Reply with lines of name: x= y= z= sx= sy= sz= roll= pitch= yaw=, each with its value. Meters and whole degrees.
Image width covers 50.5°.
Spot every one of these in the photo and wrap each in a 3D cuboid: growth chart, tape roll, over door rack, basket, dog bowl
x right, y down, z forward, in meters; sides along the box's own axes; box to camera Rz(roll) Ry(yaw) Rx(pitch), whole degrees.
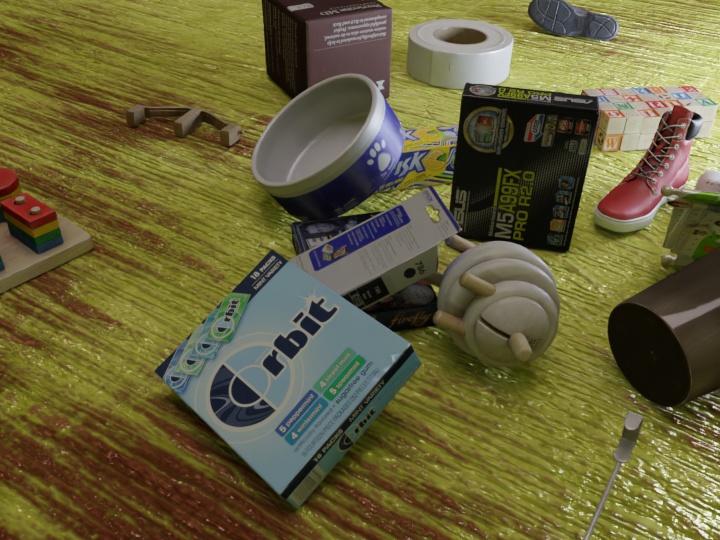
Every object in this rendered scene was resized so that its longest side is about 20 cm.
growth chart: x=0.417 y=-0.039 z=0.874 sx=0.145 sy=0.200 sz=0.018 roll=9 pitch=69 yaw=23
tape roll: x=0.189 y=-0.418 z=1.468 sx=0.202 sy=0.071 sz=0.203 roll=1 pitch=36 yaw=-1
over door rack: x=0.233 y=0.227 z=0.564 sx=0.148 sy=0.067 sz=0.200 roll=21 pitch=61 yaw=25
basket: x=0.365 y=0.047 z=0.774 sx=0.200 sy=0.136 sz=0.180 roll=-22 pitch=-4 yaw=-17
dog bowl: x=-0.044 y=-0.164 z=1.021 sx=0.200 sy=0.079 sz=0.200 roll=-23 pitch=43 yaw=23

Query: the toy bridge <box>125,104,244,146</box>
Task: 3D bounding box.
toy bridge: x=-0.279 y=-0.243 z=1.246 sx=0.200 sy=0.027 sz=0.067 roll=14 pitch=37 yaw=16

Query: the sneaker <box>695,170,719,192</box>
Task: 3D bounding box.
sneaker: x=0.508 y=-0.099 z=1.024 sx=0.073 sy=0.085 sz=0.200 roll=2 pitch=34 yaw=3

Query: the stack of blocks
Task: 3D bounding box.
stack of blocks: x=0.474 y=-0.252 z=1.254 sx=0.200 sy=0.059 sz=0.115 roll=-4 pitch=36 yaw=-8

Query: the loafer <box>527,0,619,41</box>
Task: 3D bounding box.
loafer: x=0.463 y=-0.542 z=1.662 sx=0.200 sy=0.072 sz=0.063 roll=23 pitch=21 yaw=18

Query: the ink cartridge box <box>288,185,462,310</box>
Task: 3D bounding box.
ink cartridge box: x=0.010 y=-0.010 z=0.818 sx=0.200 sy=0.039 sz=0.099 roll=-28 pitch=38 yaw=4

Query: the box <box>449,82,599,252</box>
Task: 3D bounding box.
box: x=0.197 y=-0.125 z=0.950 sx=0.160 sy=0.200 sz=0.044 roll=9 pitch=37 yaw=9

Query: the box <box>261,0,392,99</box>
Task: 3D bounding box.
box: x=-0.062 y=-0.403 z=1.357 sx=0.166 sy=0.164 sz=0.200 roll=-17 pitch=40 yaw=-23

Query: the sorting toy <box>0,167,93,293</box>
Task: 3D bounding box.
sorting toy: x=-0.476 y=-0.052 z=0.940 sx=0.199 sy=0.070 sz=0.200 roll=27 pitch=44 yaw=31

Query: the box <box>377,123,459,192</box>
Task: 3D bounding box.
box: x=0.070 y=-0.163 z=1.116 sx=0.200 sy=0.064 sz=0.070 roll=-10 pitch=37 yaw=-14

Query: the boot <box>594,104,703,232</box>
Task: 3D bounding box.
boot: x=0.391 y=-0.144 z=1.031 sx=0.072 sy=0.144 sz=0.200 roll=32 pitch=47 yaw=33

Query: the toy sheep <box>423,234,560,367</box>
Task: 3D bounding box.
toy sheep: x=0.140 y=0.033 z=0.790 sx=0.138 sy=0.138 sz=0.200 roll=0 pitch=32 yaw=-1

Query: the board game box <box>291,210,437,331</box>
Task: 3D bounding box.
board game box: x=0.000 y=0.000 z=0.912 sx=0.135 sy=0.035 sz=0.200 roll=-8 pitch=37 yaw=-12

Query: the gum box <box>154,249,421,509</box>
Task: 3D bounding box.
gum box: x=-0.072 y=0.092 z=0.718 sx=0.200 sy=0.045 sz=0.170 roll=32 pitch=73 yaw=35
